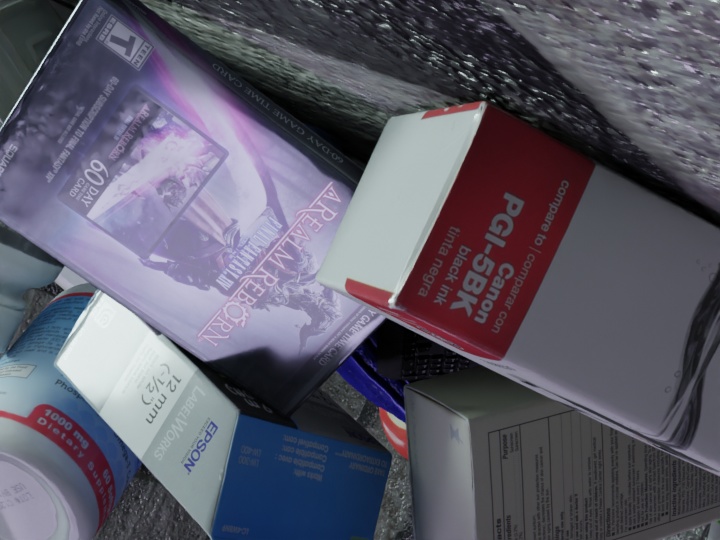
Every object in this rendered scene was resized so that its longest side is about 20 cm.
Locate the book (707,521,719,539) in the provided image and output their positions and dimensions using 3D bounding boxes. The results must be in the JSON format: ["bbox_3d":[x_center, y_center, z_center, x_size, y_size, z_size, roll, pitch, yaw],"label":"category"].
[{"bbox_3d":[0.279,0.142,0.901,0.048,0.134,0.200,25,178,11],"label":"book"}]

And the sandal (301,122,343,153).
[{"bbox_3d":[-0.075,-0.077,0.742,0.200,0.079,0.087,14,-134,-61],"label":"sandal"}]

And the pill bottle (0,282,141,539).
[{"bbox_3d":[-0.173,0.078,0.843,0.108,0.109,0.200,25,-140,3],"label":"pill bottle"}]

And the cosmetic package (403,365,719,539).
[{"bbox_3d":[0.129,0.097,0.748,0.199,0.104,0.073,-10,-164,-24],"label":"cosmetic package"}]

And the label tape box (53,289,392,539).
[{"bbox_3d":[-0.056,0.094,0.743,0.200,0.066,0.143,36,-173,37],"label":"label tape box"}]

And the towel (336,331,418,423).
[{"bbox_3d":[0.007,0.070,1.017,0.148,0.050,0.200,50,172,-14],"label":"towel"}]

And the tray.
[{"bbox_3d":[-0.143,-0.069,0.720,0.201,0.022,0.107,57,-162,-13],"label":"tray"}]

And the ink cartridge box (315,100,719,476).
[{"bbox_3d":[0.097,0.015,0.549,0.199,0.083,0.147,26,178,-13],"label":"ink cartridge box"}]

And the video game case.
[{"bbox_3d":[-0.075,-0.026,0.642,0.200,0.143,0.019,36,-144,-10],"label":"video game case"}]

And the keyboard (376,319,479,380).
[{"bbox_3d":[0.062,0.025,0.718,0.103,0.040,0.200,-8,155,-4],"label":"keyboard"}]

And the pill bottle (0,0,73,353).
[{"bbox_3d":[-0.214,-0.060,0.814,0.113,0.201,0.113,25,178,1],"label":"pill bottle"}]

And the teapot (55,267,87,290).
[{"bbox_3d":[-0.144,-0.059,0.973,0.200,0.146,0.197,43,146,-13],"label":"teapot"}]

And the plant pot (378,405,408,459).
[{"bbox_3d":[0.127,0.113,1.161,0.182,0.201,0.200,30,176,-32],"label":"plant pot"}]
